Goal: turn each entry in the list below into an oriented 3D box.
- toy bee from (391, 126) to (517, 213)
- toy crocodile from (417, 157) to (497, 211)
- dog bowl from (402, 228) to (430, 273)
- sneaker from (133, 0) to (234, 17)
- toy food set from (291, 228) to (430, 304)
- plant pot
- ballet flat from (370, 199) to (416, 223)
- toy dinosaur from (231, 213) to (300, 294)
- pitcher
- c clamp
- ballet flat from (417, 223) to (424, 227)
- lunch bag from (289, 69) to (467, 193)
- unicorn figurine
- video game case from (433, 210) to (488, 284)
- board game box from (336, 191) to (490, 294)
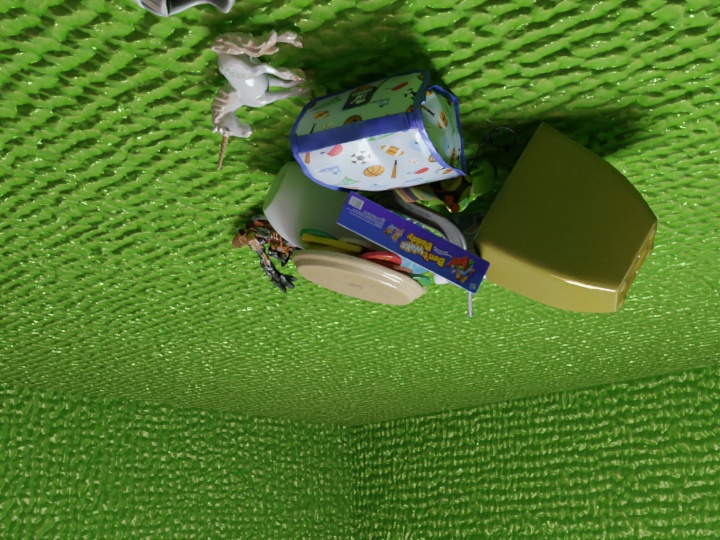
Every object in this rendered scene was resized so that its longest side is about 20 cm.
[{"bbox_3d":[0.108,-0.129,1.228,0.130,0.110,0.199,28,147,-22],"label":"toy bee"},{"bbox_3d":[0.115,-0.122,1.343,0.197,0.063,0.067,-7,-162,31],"label":"toy crocodile"},{"bbox_3d":[0.048,-0.032,1.524,0.198,0.050,0.111,-1,-156,41],"label":"dog bowl"},{"bbox_3d":[-0.201,-0.272,0.789,0.196,0.094,0.076,-1,162,-2],"label":"sneaker"},{"bbox_3d":[0.000,0.000,1.233,0.197,0.049,0.198,15,168,6],"label":"toy food set"},{"bbox_3d":[0.297,-0.047,1.236,0.198,0.197,0.194,30,173,21],"label":"plant pot"},{"bbox_3d":[0.005,-0.079,1.437,0.197,0.073,0.072,0,163,9],"label":"ballet flat"},{"bbox_3d":[-0.147,-0.051,1.506,0.136,0.102,0.199,51,169,-33],"label":"toy dinosaur"},{"bbox_3d":[-0.051,-0.069,1.330,0.198,0.123,0.171,29,154,-17],"label":"pitcher"},{"bbox_3d":[0.094,-0.030,1.345,0.199,0.027,0.172,32,144,24],"label":"c clamp"},{"bbox_3d":[0.018,-0.070,1.500,0.197,0.071,0.069,-7,162,14],"label":"ballet flat"},{"bbox_3d":[0.025,-0.163,1.068,0.167,0.126,0.200,-10,180,21],"label":"lunch bag"},{"bbox_3d":[-0.123,-0.215,1.030,0.135,0.075,0.201,-4,146,7],"label":"unicorn figurine"},{"bbox_3d":[0.223,-0.048,1.433,0.197,0.183,0.023,-8,122,17],"label":"video game case"},{"bbox_3d":[0.070,-0.036,1.176,0.198,0.045,0.134,27,-177,3],"label":"board game box"}]
